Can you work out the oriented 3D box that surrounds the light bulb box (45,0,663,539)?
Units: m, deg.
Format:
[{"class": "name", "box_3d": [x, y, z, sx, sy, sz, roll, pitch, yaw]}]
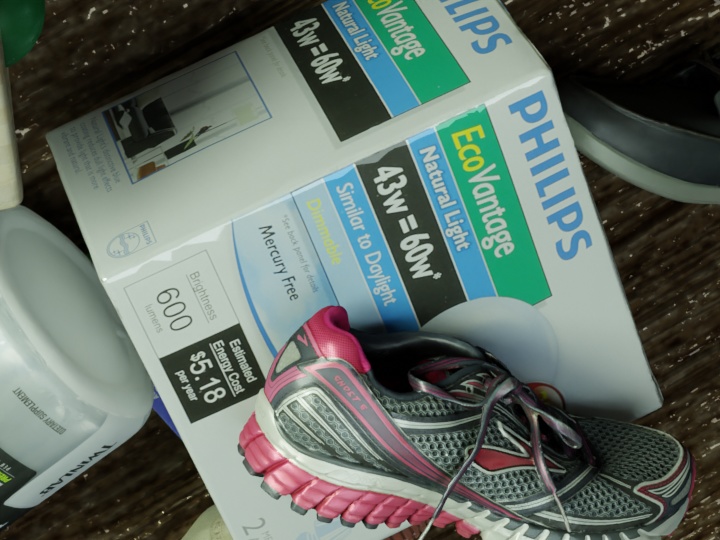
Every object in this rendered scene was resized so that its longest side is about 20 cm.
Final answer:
[{"class": "light bulb box", "box_3d": [0.000, 0.000, 1.069, 0.200, 0.125, 0.198, -26, 128, -2]}]

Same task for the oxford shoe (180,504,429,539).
[{"class": "oxford shoe", "box_3d": [-0.033, 0.114, 1.173, 0.200, 0.074, 0.071, -36, 125, -19]}]

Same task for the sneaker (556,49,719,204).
[{"class": "sneaker", "box_3d": [0.175, -0.090, 1.153, 0.200, 0.075, 0.106, 8, 114, -36]}]

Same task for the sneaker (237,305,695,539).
[{"class": "sneaker", "box_3d": [0.054, 0.069, 1.008, 0.200, 0.081, 0.075, 11, 116, -27]}]

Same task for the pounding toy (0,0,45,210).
[{"class": "pounding toy", "box_3d": [-0.197, -0.123, 0.927, 0.200, 0.184, 0.142, -9, 127, -6]}]

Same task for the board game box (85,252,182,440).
[{"class": "board game box", "box_3d": [-0.035, 0.035, 1.175, 0.135, 0.029, 0.200, -36, 127, 4]}]

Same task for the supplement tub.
[{"class": "supplement tub", "box_3d": [-0.199, 0.070, 1.068, 0.200, 0.123, 0.123, -37, 128, 14]}]
